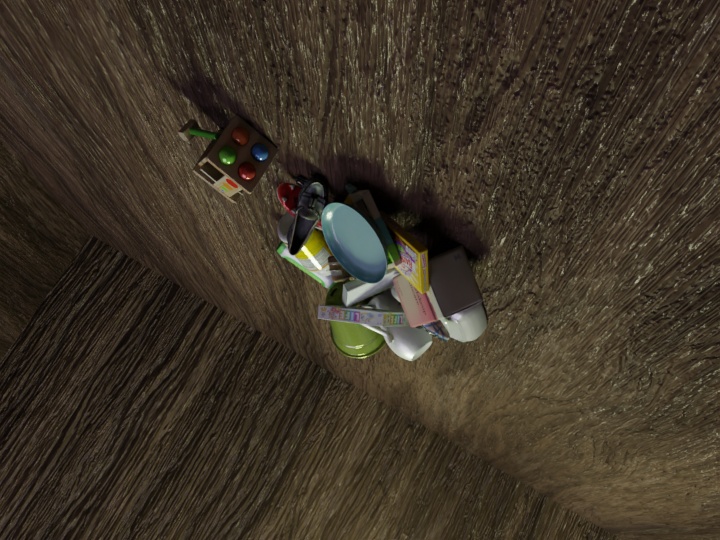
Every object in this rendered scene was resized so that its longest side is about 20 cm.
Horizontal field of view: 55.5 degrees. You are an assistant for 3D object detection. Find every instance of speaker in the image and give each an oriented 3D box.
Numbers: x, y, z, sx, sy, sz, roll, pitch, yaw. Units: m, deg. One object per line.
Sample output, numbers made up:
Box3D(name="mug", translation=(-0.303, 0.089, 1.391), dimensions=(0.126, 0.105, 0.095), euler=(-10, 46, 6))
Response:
Box3D(name="speaker", translation=(-0.143, -0.032, 1.971), dimensions=(0.198, 0.090, 0.088), euler=(35, 162, -12))

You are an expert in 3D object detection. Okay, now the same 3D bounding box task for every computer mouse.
Box3D(name="computer mouse", translation=(-0.072, -0.162, 1.601), dimensions=(0.197, 0.034, 0.059), euler=(29, 163, 11))

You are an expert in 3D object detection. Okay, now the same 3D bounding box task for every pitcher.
Box3D(name="pitcher", translation=(0.088, 0.153, 1.859), dimensions=(0.201, 0.170, 0.122), euler=(49, 136, 17))

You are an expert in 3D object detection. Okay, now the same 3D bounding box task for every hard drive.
Box3D(name="hard drive", translation=(0.050, 0.023, 1.652), dimensions=(0.132, 0.196, 0.027), euler=(98, 148, -71))

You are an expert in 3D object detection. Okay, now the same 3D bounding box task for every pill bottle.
Box3D(name="pill bottle", translation=(-0.130, -0.070, 1.809), dimensions=(0.107, 0.111, 0.201), euler=(17, 157, 35))

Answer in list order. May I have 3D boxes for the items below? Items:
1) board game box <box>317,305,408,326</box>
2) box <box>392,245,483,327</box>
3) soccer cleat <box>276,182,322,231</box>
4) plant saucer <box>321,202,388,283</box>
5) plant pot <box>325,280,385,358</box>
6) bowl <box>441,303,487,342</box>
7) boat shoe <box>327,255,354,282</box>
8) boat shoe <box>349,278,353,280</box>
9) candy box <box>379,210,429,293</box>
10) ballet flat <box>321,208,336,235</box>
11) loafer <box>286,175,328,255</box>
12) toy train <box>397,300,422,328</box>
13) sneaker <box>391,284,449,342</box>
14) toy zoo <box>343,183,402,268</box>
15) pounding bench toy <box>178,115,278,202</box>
Box3D(name="board game box", translation=(0.008, 0.114, 1.728), dimensions=(0.196, 0.035, 0.133), euler=(5, 179, 34))
Box3D(name="box", translation=(0.168, 0.041, 1.534), dimensions=(0.131, 0.107, 0.200), euler=(68, 161, 4))
Box3D(name="soccer cleat", translation=(-0.125, -0.146, 1.670), dimensions=(0.197, 0.070, 0.085), euler=(31, 174, -21))
Box3D(name="plant saucer", translation=(-0.008, -0.064, 1.493), dimensions=(0.198, 0.027, 0.203), euler=(35, 145, 29))
Box3D(name="plant pot", translation=(-0.022, 0.126, 1.988), dimensions=(0.196, 0.203, 0.191), euler=(22, 162, 25))
Box3D(name="bowl", translation=(0.220, 0.106, 1.760), dimensions=(0.197, 0.076, 0.201), euler=(24, 160, 27))
Box3D(name="boat shoe", translation=(0.000, 0.000, 1.689), dimensions=(0.196, 0.079, 0.071), euler=(-4, 176, -39))
Box3D(name="boat shoe", translation=(-0.019, -0.029, 1.824), dimensions=(0.069, 0.071, 0.200), euler=(60, 180, 20))
Box3D(name="candy box", translation=(0.088, -0.043, 1.477), dimensions=(0.200, 0.026, 0.104), euler=(46, 151, 51))
Box3D(name="ballet flat", translation=(-0.045, -0.083, 1.623), dimensions=(0.067, 0.067, 0.199), euler=(48, -171, 31))
Box3D(name="loafer", translation=(-0.123, -0.120, 1.584), dimensions=(0.070, 0.064, 0.203), euler=(18, 125, -10))
Box3D(name="toy train", translation=(0.107, 0.067, 1.773), dimensions=(0.202, 0.034, 0.046), euler=(57, -171, 21))
Box3D(name="sneaker", translation=(0.158, 0.095, 1.667), dimensions=(0.200, 0.072, 0.072), euler=(47, -179, -15))
Box3D(name="toy zoo", translation=(0.018, -0.097, 1.504), dimensions=(0.204, 0.020, 0.131), euler=(64, 160, -4))
Box3D(name="pounding bench toy", translation=(-0.311, -0.275, 1.546), dimensions=(0.199, 0.126, 0.155), euler=(38, 161, -19))
